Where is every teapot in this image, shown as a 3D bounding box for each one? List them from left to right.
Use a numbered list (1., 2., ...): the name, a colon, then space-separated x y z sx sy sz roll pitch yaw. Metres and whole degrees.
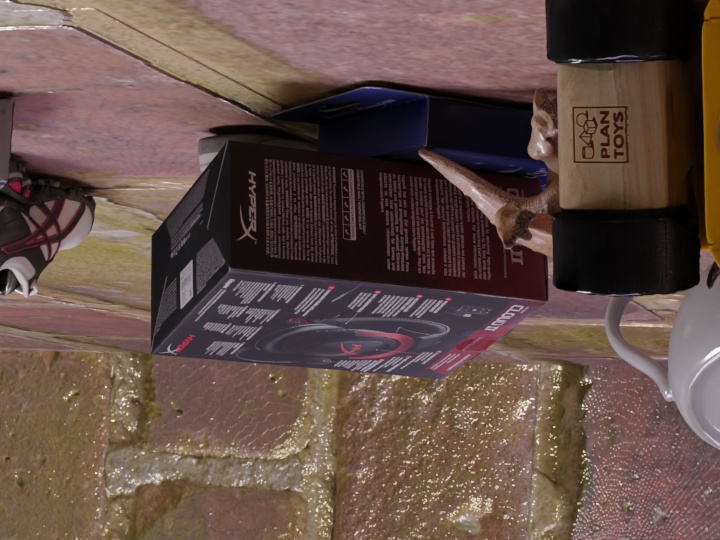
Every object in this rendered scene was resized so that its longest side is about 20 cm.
1. teapot: 0.307 0.037 1.600 0.200 0.146 0.197 22 138 -20

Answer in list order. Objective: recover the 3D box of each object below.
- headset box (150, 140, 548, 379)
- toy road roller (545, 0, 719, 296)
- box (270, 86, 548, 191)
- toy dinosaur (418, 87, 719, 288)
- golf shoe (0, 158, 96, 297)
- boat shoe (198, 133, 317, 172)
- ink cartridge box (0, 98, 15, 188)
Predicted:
1. headset box: 0.000 0.000 1.225 0.199 0.075 0.149 6 159 -19
2. toy road roller: 0.170 -0.058 0.863 0.200 0.123 0.146 2 -172 31
3. box: 0.062 -0.066 1.219 0.199 0.033 0.121 7 173 -28
4. toy dinosaur: 0.135 -0.035 1.131 0.199 0.086 0.136 -7 164 15
5. golf shoe: -0.237 -0.023 1.512 0.077 0.088 0.200 0 175 14
6. boat shoe: -0.022 -0.038 1.357 0.074 0.065 0.202 -2 172 37
7. ink cartridge box: -0.264 -0.064 1.287 0.109 0.051 0.200 4 173 -15
